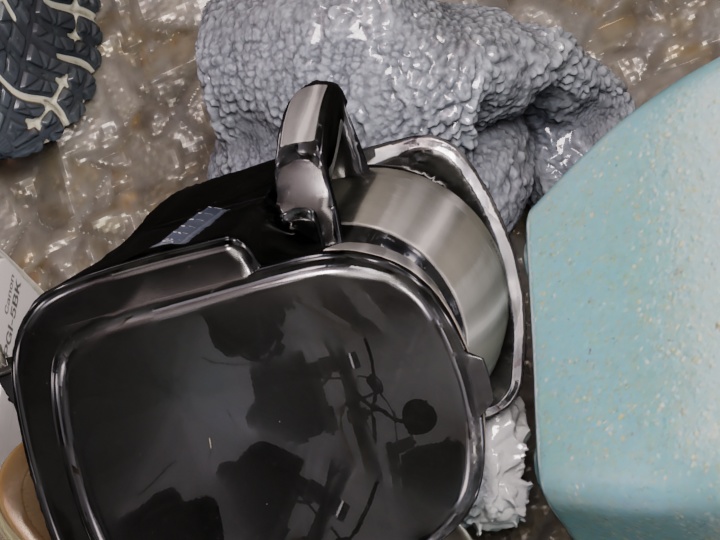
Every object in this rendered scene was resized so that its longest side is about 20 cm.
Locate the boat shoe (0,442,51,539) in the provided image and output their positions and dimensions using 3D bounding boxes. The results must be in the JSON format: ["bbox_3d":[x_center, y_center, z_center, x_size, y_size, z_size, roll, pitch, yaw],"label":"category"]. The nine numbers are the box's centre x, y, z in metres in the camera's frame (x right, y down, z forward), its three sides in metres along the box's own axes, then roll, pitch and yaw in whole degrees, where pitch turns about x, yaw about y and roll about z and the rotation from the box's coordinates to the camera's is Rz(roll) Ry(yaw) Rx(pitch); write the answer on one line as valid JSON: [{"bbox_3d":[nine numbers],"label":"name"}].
[{"bbox_3d":[-0.068,0.149,0.996,0.200,0.065,0.072,46,62,9],"label":"boat shoe"}]

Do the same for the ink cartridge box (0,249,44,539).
[{"bbox_3d":[-0.236,0.068,1.065,0.199,0.083,0.147,1,69,17],"label":"ink cartridge box"}]

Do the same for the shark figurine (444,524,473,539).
[{"bbox_3d":[0.002,0.117,0.939,0.214,0.090,0.128,26,43,12],"label":"shark figurine"}]

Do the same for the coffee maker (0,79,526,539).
[{"bbox_3d":[-0.042,0.044,0.839,0.192,0.200,0.135,-37,93,13],"label":"coffee maker"}]

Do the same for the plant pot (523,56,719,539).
[{"bbox_3d":[0.166,0.034,0.901,0.199,0.196,0.197,-11,58,16],"label":"plant pot"}]

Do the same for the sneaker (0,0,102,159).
[{"bbox_3d":[-0.167,-0.132,1.147,0.086,0.078,0.201,-14,57,23],"label":"sneaker"}]

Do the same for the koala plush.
[{"bbox_3d":[0.000,0.000,0.991,0.177,0.184,0.201,7,82,18],"label":"koala plush"}]
